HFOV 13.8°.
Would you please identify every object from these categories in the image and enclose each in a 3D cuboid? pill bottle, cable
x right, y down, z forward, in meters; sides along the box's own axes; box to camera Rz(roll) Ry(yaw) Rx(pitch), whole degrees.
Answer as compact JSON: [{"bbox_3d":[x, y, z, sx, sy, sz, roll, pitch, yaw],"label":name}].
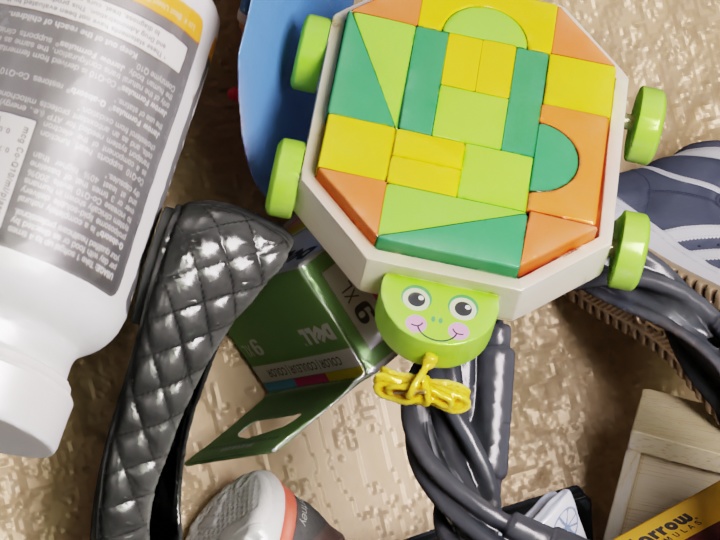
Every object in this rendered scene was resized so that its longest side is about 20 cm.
[{"bbox_3d":[-0.138,-0.033,1.210,0.116,0.116,0.200,24,74,-22],"label":"pill bottle"},{"bbox_3d":[0.096,0.068,1.211,0.163,0.051,0.200,-26,69,-19],"label":"cable"}]

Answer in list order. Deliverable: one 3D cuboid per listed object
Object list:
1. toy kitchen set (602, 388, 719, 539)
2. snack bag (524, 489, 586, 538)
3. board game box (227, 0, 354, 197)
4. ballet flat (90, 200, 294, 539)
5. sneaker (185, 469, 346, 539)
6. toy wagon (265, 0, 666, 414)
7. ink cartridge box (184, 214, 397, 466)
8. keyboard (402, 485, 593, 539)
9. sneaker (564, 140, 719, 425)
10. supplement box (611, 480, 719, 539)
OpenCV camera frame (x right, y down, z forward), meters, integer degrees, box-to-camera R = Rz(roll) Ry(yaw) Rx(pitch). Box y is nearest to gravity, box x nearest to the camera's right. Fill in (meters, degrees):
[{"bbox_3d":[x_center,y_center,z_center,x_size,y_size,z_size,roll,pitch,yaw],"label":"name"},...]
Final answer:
[{"bbox_3d":[0.218,0.126,1.406,0.200,0.180,0.163,15,120,6],"label":"toy kitchen set"},{"bbox_3d":[0.043,0.217,1.277,0.200,0.021,0.189,-40,133,-24],"label":"snack bag"},{"bbox_3d":[-0.038,-0.131,1.277,0.039,0.158,0.200,10,78,13],"label":"board game box"},{"bbox_3d":[-0.075,0.068,1.227,0.057,0.066,0.200,13,107,2],"label":"ballet flat"},{"bbox_3d":[-0.049,0.188,1.256,0.082,0.077,0.200,30,73,-28],"label":"sneaker"},{"bbox_3d":[0.042,-0.033,1.207,0.155,0.040,0.200,12,52,-2],"label":"toy wagon"},{"bbox_3d":[0.000,0.000,1.282,0.200,0.104,0.059,-39,101,-24],"label":"ink cartridge box"},{"bbox_3d":[0.029,0.160,1.299,0.200,0.040,0.104,-11,102,-46],"label":"keyboard"},{"bbox_3d":[0.180,0.009,1.340,0.108,0.200,0.070,-24,137,-33],"label":"sneaker"},{"bbox_3d":[0.177,0.229,1.240,0.133,0.200,0.197,-23,131,-38],"label":"supplement box"}]
